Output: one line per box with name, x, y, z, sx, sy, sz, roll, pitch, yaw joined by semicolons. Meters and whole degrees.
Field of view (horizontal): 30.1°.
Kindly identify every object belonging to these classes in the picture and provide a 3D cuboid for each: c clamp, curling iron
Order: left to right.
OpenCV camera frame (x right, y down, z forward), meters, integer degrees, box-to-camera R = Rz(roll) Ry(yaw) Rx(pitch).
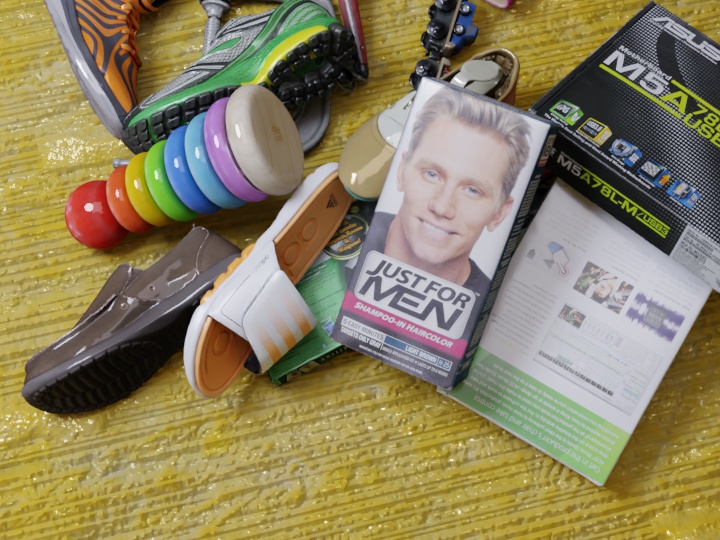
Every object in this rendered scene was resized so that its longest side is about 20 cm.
c clamp;-0.105;-0.167;1.122;0.170;0.027;0.201;8;68;3
curling iron;-0.018;-0.251;1.131;0.025;0.049;0.202;-10;80;28

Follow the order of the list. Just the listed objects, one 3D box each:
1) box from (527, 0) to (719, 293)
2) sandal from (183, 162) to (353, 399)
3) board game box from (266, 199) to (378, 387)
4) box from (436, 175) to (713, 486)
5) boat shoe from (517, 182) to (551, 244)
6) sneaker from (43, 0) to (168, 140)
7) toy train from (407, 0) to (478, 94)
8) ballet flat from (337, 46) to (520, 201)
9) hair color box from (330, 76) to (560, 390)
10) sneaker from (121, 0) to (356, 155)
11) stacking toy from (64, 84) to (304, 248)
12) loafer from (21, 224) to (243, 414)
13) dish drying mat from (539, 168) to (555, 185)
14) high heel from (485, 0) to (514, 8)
box;0.248;-0.098;1.009;0.200;0.048;0.193;38;55;16
sandal;-0.053;0.009;0.987;0.059;0.079;0.207;26;74;31
board game box;0.000;0.000;1.040;0.199;0.023;0.105;-26;71;-2
box;0.167;0.039;1.003;0.144;0.036;0.201;30;88;9
boat shoe;0.206;-0.074;1.065;0.199;0.073;0.063;-20;72;-4
sneaker;-0.196;-0.209;1.110;0.111;0.078;0.201;-23;70;-9
toy train;0.062;-0.150;1.112;0.045;0.034;0.201;18;71;-6
ballet flat;0.056;-0.123;1.036;0.069;0.063;0.200;39;49;15
hair color box;0.060;-0.027;0.957;0.099;0.060;0.201;22;101;13
sneaker;-0.104;-0.151;1.077;0.199;0.078;0.085;-31;52;-12
stacking toy;-0.145;-0.070;1.022;0.199;0.085;0.086;-19;65;26
loafer;-0.172;0.036;1.016;0.199;0.073;0.071;-32;60;-10
dish drying mat;0.172;-0.113;1.079;0.199;0.018;0.077;-30;40;-20
high heel;0.050;-0.289;1.155;0.199;0.067;0.096;19;57;-7
